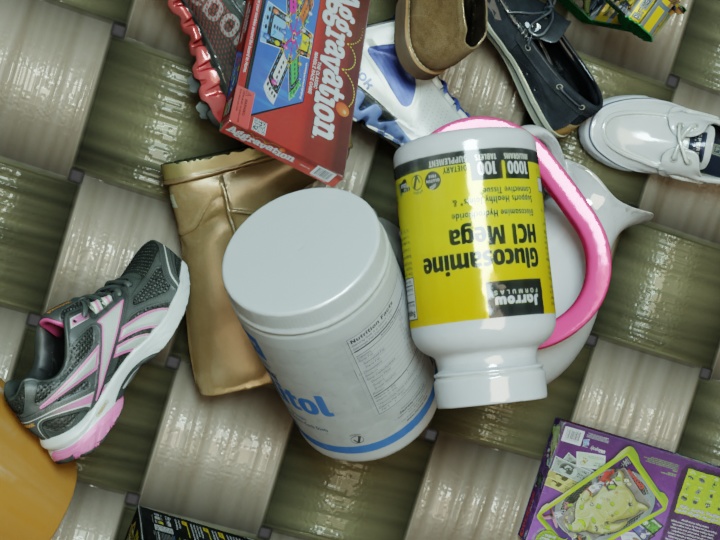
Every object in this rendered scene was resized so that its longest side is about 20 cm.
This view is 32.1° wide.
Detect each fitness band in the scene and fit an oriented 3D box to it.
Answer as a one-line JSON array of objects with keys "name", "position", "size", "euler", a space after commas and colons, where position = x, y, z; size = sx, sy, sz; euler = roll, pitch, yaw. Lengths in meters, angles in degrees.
[{"name": "fitness band", "position": [0.115, -0.030, 1.023], "size": [0.143, 0.037, 0.201], "euler": [-36, 85, 3]}]

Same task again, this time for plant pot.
[{"name": "plant pot", "position": [-0.333, 0.151, 0.987], "size": [0.183, 0.200, 0.201], "euler": [41, 87, -30]}]

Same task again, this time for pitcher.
[{"name": "pitcher", "position": [0.145, -0.009, 1.089], "size": [0.171, 0.121, 0.201], "euler": [37, 82, -29]}]

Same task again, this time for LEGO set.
[{"name": "LEGO set", "position": [0.200, -0.295, 1.057], "size": [0.199, 0.154, 0.116], "euler": [36, 92, -15]}]

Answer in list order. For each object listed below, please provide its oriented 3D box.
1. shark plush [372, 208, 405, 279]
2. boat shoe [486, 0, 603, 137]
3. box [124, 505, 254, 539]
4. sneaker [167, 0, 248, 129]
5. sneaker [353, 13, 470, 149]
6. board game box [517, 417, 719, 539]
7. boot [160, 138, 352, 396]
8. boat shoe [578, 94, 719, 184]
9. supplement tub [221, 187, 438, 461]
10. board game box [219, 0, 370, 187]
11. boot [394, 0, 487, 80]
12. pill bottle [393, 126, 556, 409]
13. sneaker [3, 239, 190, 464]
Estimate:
[{"name": "shark plush", "position": [0.000, 0.000, 1.057], "size": [0.083, 0.091, 0.199], "euler": [-43, 144, 19]}, {"name": "boat shoe", "position": [0.149, -0.210, 1.088], "size": [0.201, 0.062, 0.075], "euler": [59, 40, -16]}, {"name": "box", "position": [-0.113, 0.262, 1.029], "size": [0.158, 0.200, 0.050], "euler": [22, 90, -14]}, {"name": "sneaker", "position": [-0.112, -0.222, 1.028], "size": [0.097, 0.071, 0.202], "euler": [-17, 103, 17]}, {"name": "sneaker", "position": [0.048, -0.162, 1.075], "size": [0.198, 0.081, 0.116], "euler": [27, 93, -12]}, {"name": "board game box", "position": [0.260, 0.224, 1.193], "size": [0.198, 0.032, 0.121], "euler": [18, 88, -13]}, {"name": "boot", "position": [-0.075, -0.009, 1.080], "size": [0.173, 0.066, 0.202], "euler": [-12, 100, -3]}, {"name": "boat shoe", "position": [0.300, -0.118, 1.141], "size": [0.198, 0.065, 0.074], "euler": [5, 96, -13]}, {"name": "supplement tub", "position": [-0.018, 0.048, 0.996], "size": [0.131, 0.132, 0.201], "euler": [-31, 135, -7]}, {"name": "board game box", "position": [-0.046, -0.171, 0.982], "size": [0.102, 0.019, 0.202], "euler": [25, 55, -26]}, {"name": "boot", "position": [0.068, -0.262, 1.023], "size": [0.073, 0.075, 0.202], "euler": [6, 74, -39]}, {"name": "pill bottle", "position": [0.089, 0.000, 0.950], "size": [0.111, 0.112, 0.202], "euler": [-5, 85, -11]}, {"name": "sneaker", "position": [-0.208, 0.048, 0.994], "size": [0.086, 0.080, 0.201], "euler": [47, 49, -31]}]
